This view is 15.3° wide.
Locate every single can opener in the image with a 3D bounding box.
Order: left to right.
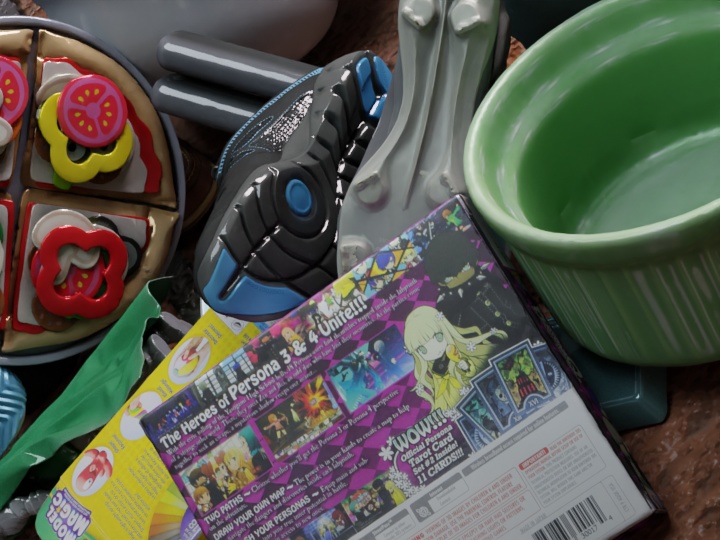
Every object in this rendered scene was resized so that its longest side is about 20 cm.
[{"bbox_3d":[-0.022,-0.092,1.525,0.199,0.053,0.066,14,21,14],"label":"can opener"}]

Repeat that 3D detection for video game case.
[{"bbox_3d":[0.017,0.094,1.294,0.200,0.036,0.182,-36,75,12],"label":"video game case"}]

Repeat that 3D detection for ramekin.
[{"bbox_3d":[0.158,-0.047,1.296,0.199,0.098,0.201,-19,36,14],"label":"ramekin"}]

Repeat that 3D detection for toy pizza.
[{"bbox_3d":[-0.194,-0.045,1.539,0.201,0.200,0.032,-52,16,-10],"label":"toy pizza"}]

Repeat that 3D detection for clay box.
[{"bbox_3d":[-0.074,0.092,1.394,0.200,0.048,0.115,-49,41,2],"label":"clay box"}]

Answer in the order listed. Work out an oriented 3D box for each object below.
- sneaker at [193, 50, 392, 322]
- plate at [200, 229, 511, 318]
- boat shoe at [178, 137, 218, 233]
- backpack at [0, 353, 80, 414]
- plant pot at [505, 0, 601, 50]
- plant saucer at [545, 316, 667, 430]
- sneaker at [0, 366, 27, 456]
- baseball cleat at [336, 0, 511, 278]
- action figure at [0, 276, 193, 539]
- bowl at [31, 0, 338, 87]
[{"bbox_3d":[-0.043,-0.035,1.404,0.082,0.073,0.200,-17,26,35],"label":"sneaker"},{"bbox_3d":[0.000,0.000,1.455,0.199,0.026,0.202,-12,67,31],"label":"plate"},{"bbox_3d":[-0.161,-0.071,1.674,0.072,0.068,0.200,-52,37,-10],"label":"boat shoe"},{"bbox_3d":[-0.251,-0.023,1.659,0.154,0.163,0.200,-46,29,-16],"label":"backpack"},{"bbox_3d":[0.140,-0.220,1.407,0.196,0.199,0.201,-41,26,54],"label":"plant pot"},{"bbox_3d":[0.063,0.061,1.359,0.199,0.019,0.070,-14,58,29],"label":"plant saucer"},{"bbox_3d":[-0.276,0.116,1.585,0.200,0.077,0.081,-36,2,15],"label":"sneaker"},{"bbox_3d":[0.043,-0.067,1.373,0.069,0.106,0.201,16,91,17],"label":"baseball cleat"},{"bbox_3d":[-0.168,0.101,1.514,0.200,0.055,0.118,-45,11,23],"label":"action figure"},{"bbox_3d":[-0.096,-0.146,1.634,0.200,0.091,0.201,-13,5,1],"label":"bowl"}]
